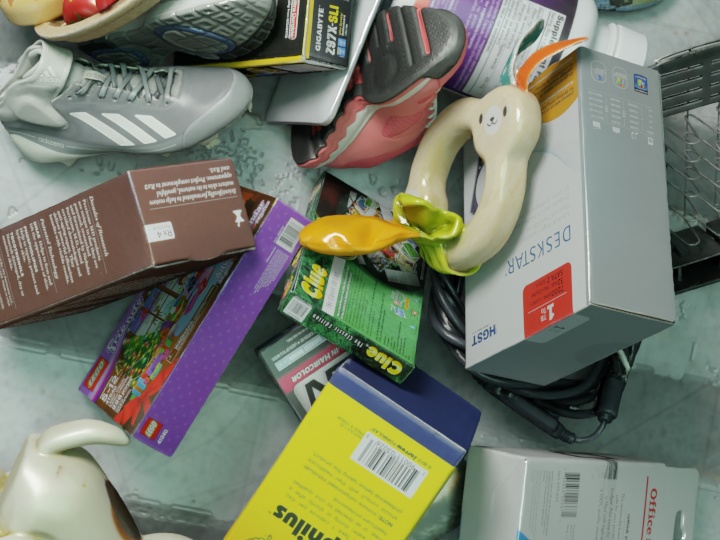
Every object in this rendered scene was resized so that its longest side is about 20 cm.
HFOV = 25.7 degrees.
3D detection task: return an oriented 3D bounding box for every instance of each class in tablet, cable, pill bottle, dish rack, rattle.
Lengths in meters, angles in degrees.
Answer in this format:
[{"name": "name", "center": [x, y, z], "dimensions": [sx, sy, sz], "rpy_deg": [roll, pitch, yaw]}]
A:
[{"name": "tablet", "center": [-0.015, -0.205, 1.209], "dimensions": [0.014, 0.130, 0.200], "rpy_deg": [24, 86, -25]}, {"name": "cable", "center": [0.139, 0.030, 1.239], "dimensions": [0.200, 0.051, 0.163], "rpy_deg": [36, 69, -13]}, {"name": "pill bottle", "center": [0.117, -0.181, 1.233], "dimensions": [0.200, 0.111, 0.112], "rpy_deg": [21, 86, -7]}, {"name": "dish rack", "center": [0.277, -0.085, 1.233], "dimensions": [0.153, 0.055, 0.200], "rpy_deg": [-17, 128, -11]}, {"name": "rattle", "center": [0.056, -0.099, 1.120], "dimensions": [0.143, 0.130, 0.200], "rpy_deg": [18, 125, -16]}]

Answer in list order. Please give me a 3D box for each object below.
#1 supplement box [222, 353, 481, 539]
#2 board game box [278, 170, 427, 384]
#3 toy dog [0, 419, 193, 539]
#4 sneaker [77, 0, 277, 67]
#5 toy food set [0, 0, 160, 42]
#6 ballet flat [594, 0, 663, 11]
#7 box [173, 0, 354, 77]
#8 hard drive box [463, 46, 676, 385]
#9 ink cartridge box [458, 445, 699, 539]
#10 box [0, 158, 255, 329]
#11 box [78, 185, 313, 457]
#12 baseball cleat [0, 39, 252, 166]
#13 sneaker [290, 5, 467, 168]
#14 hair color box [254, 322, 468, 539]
[{"name": "supplement box", "center": [-0.014, 0.165, 1.148], "dimensions": [0.109, 0.109, 0.200], "rpy_deg": [34, 104, 3]}, {"name": "board game box", "center": [0.000, 0.000, 1.176], "dimensions": [0.105, 0.200, 0.023], "rpy_deg": [34, 117, -11]}, {"name": "toy dog", "center": [-0.194, 0.215, 1.176], "dimensions": [0.200, 0.140, 0.194], "rpy_deg": [35, 92, -18]}, {"name": "sneaker", "center": [-0.136, -0.203, 1.172], "dimensions": [0.074, 0.200, 0.087], "rpy_deg": [26, 72, -44]}, {"name": "toy food set", "center": [-0.169, -0.245, 1.162], "dimensions": [0.198, 0.200, 0.049], "rpy_deg": [-48, 121, -14]}, {"name": "ballet flat", "center": [0.166, -0.255, 1.262], "dimensions": [0.200, 0.074, 0.074], "rpy_deg": [9, 87, -8]}, {"name": "box", "center": [-0.068, -0.247, 1.189], "dimensions": [0.049, 0.160, 0.200], "rpy_deg": [7, 88, -41]}, {"name": "hard drive box", "center": [0.148, -0.036, 1.152], "dimensions": [0.077, 0.156, 0.200], "rpy_deg": [13, 64, -27]}, {"name": "ink cartridge box", "center": [0.171, 0.201, 1.228], "dimensions": [0.200, 0.067, 0.116], "rpy_deg": [9, 87, -39]}, {"name": "box", "center": [-0.182, -0.018, 1.137], "dimensions": [0.100, 0.200, 0.075], "rpy_deg": [-12, 87, -49]}, {"name": "box", "center": [-0.127, 0.029, 1.182], "dimensions": [0.039, 0.137, 0.200], "rpy_deg": [34, 84, -27]}, {"name": "baseball cleat", "center": [-0.184, -0.129, 1.169], "dimensions": [0.200, 0.106, 0.070], "rpy_deg": [-12, 51, 18]}, {"name": "sneaker", "center": [0.029, -0.135, 1.193], "dimensions": [0.087, 0.200, 0.074], "rpy_deg": [11, 62, -33]}, {"name": "hair color box", "center": [0.012, 0.119, 1.237], "dimensions": [0.099, 0.061, 0.200], "rpy_deg": [-34, 94, -6]}]
